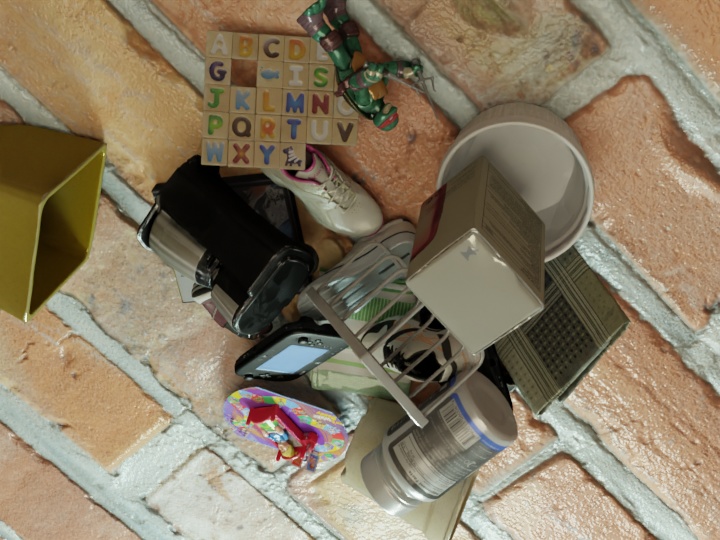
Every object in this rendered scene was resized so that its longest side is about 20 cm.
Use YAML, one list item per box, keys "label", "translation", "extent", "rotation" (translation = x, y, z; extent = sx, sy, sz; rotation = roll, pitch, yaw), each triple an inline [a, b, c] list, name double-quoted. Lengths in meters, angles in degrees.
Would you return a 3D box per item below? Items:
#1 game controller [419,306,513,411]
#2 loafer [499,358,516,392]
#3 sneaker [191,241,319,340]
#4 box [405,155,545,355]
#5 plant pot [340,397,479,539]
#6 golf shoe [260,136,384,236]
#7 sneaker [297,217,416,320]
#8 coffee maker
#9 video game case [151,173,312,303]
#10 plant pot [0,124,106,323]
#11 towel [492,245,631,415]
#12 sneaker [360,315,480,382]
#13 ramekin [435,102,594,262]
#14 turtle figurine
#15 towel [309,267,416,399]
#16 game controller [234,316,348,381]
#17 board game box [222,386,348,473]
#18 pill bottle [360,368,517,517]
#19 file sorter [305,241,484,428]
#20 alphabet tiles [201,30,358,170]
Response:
- label: "game controller"
  translation: [0.143, 0.124, 1.627]
  extent: [0.104, 0.042, 0.203]
  rotation: [-27, 75, 48]
- label: "loafer"
  translation: [0.202, 0.136, 1.661]
  extent: [0.072, 0.073, 0.201]
  rotation: [28, 121, -8]
- label: "sneaker"
  translation: [-0.128, 0.034, 1.646]
  extent: [0.197, 0.076, 0.116]
  rotation: [-14, 126, 24]
- label: "box"
  translation: [0.139, -0.021, 1.386]
  extent: [0.109, 0.201, 0.128]
  rotation: [-37, 107, 26]
- label: "plant pot"
  translation: [0.076, 0.280, 1.711]
  extent: [0.181, 0.201, 0.203]
  rotation: [21, 122, 10]
- label: "golf shoe"
  translation: [-0.050, -0.110, 1.550]
  extent: [0.199, 0.091, 0.076]
  rotation: [34, 83, -11]
- label: "sneaker"
  translation: [0.000, 0.000, 1.619]
  extent: [0.198, 0.071, 0.073]
  rotation: [-29, 123, 16]
- label: "coffee maker"
  translation: [-0.163, -0.048, 1.518]
  extent: [0.199, 0.134, 0.194]
  rotation: [38, 118, 22]
- label: "video game case"
  translation: [-0.178, -0.044, 1.656]
  extent: [0.197, 0.026, 0.183]
  rotation: [-4, 118, 13]
- label: "plant pot"
  translation: [-0.485, -0.086, 1.601]
  extent: [0.197, 0.195, 0.198]
  rotation: [20, 121, 6]
- label: "towel"
  translation: [0.249, 0.063, 1.563]
  extent: [0.034, 0.201, 0.193]
  rotation: [10, 130, -43]
- label: "sneaker"
  translation: [0.066, 0.110, 1.606]
  extent: [0.198, 0.080, 0.075]
  rotation: [1, 109, 44]
- label: "ramekin"
  translation: [0.197, -0.116, 1.500]
  extent: [0.197, 0.105, 0.203]
  rotation: [4, 119, 8]
- label: "turtle figurine"
  translation: [0.010, -0.243, 1.441]
  extent: [0.100, 0.150, 0.201]
  rotation: [-35, 95, 20]
- label: "towel"
  translation: [0.004, 0.095, 1.703]
  extent: [0.150, 0.023, 0.203]
  rotation: [7, 120, 5]
- label: "game controller"
  translation: [-0.096, 0.117, 1.665]
  extent: [0.103, 0.043, 0.200]
  rotation: [19, 150, -26]
- label: "board game box"
  translation: [-0.117, 0.247, 1.770]
  extent: [0.197, 0.039, 0.159]
  rotation: [18, 142, -2]
- label: "pill bottle"
  translation: [0.100, 0.231, 1.554]
  extent: [0.114, 0.114, 0.200]
  rotation: [43, 113, -15]
- label: "file sorter"
  translation: [0.045, 0.071, 1.496]
  extent: [0.124, 0.200, 0.139]
  rotation: [-42, 122, -2]
- label: "alphabet tiles"
  translation: [-0.100, -0.213, 1.493]
  extent: [0.197, 0.008, 0.170]
  rotation: [2, 90, -5]
